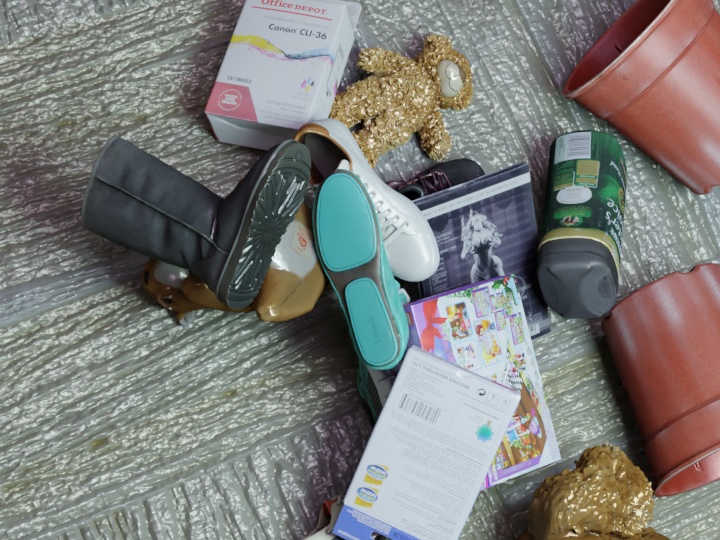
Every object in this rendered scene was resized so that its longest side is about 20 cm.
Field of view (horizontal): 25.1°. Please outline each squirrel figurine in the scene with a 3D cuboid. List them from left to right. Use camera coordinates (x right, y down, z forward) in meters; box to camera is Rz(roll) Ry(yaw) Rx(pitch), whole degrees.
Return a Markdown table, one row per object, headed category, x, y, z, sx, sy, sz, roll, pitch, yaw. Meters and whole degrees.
| category | x | y | z | sx | sy | sz | roll | pitch | yaw |
| --- | --- | --- | --- | --- | --- | --- | --- | --- | --- |
| squirrel figurine | -0.117 | -0.003 | 1.643 | 0.200 | 0.186 | 0.142 | -7 | 80 | -54 |
| squirrel figurine | 0.256 | 0.281 | 1.640 | 0.186 | 0.141 | 0.201 | -3 | 99 | -24 |

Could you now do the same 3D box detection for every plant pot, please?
| category | x | y | z | sx | sy | sz | roll | pitch | yaw |
| --- | --- | --- | --- | --- | --- | --- | --- | --- | --- |
| plant pot | 0.367 | -0.204 | 1.838 | 0.195 | 0.201 | 0.201 | 43 | 65 | -8 |
| plant pot | 0.365 | 0.111 | 1.738 | 0.200 | 0.201 | 0.196 | -15 | 69 | -21 |

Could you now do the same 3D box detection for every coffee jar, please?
| category | x | y | z | sx | sy | sz | roll | pitch | yaw |
| --- | --- | --- | --- | --- | --- | --- | --- | --- | --- |
| coffee jar | 0.242 | -0.049 | 1.764 | 0.085 | 0.104 | 0.201 | -2 | 51 | 18 |

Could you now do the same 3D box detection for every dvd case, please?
| category | x | y | z | sx | sy | sz | roll | pitch | yaw |
| --- | --- | --- | --- | --- | --- | --- | --- | --- | --- |
| dvd case | 0.127 | 0.000 | 1.728 | 0.148 | 0.016 | 0.201 | -20 | 115 | -22 |

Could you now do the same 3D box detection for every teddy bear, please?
| category | x | y | z | sx | sy | sz | roll | pitch | yaw |
| --- | --- | --- | --- | --- | --- | --- | --- | --- | --- |
| teddy bear | 0.046 | -0.187 | 1.799 | 0.199 | 0.067 | 0.146 | -13 | 79 | -20 |

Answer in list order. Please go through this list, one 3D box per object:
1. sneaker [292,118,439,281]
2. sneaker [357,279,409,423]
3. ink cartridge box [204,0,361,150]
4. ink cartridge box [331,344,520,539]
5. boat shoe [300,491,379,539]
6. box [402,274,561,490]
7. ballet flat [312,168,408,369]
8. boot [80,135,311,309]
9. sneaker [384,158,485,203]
| category | x | y | z | sx | sy | sz | roll | pitch | yaw |
| --- | --- | --- | --- | --- | --- | --- | --- | --- | --- |
| sneaker | -0.003 | -0.065 | 1.635 | 0.200 | 0.073 | 0.085 | 50 | 21 | 8 |
| sneaker | 0.021 | 0.097 | 1.670 | 0.077 | 0.091 | 0.201 | -17 | 91 | -29 |
| ink cartridge box | -0.080 | -0.231 | 1.752 | 0.116 | 0.068 | 0.201 | 11 | 67 | 14 |
| ink cartridge box | 0.063 | 0.187 | 1.581 | 0.119 | 0.042 | 0.201 | 24 | 93 | 5 |
| boat shoe | -0.021 | 0.261 | 1.628 | 0.200 | 0.071 | 0.063 | -40 | 84 | -20 |
| box | 0.119 | 0.116 | 1.648 | 0.136 | 0.039 | 0.201 | -15 | 92 | -33 |
| ballet flat | 0.000 | 0.000 | 1.595 | 0.067 | 0.070 | 0.201 | -16 | 88 | 8 |
| boot | -0.159 | -0.077 | 1.528 | 0.200 | 0.072 | 0.182 | 34 | 100 | 31 |
| sneaker | 0.069 | -0.075 | 1.739 | 0.200 | 0.116 | 0.076 | -33 | 81 | -24 |
